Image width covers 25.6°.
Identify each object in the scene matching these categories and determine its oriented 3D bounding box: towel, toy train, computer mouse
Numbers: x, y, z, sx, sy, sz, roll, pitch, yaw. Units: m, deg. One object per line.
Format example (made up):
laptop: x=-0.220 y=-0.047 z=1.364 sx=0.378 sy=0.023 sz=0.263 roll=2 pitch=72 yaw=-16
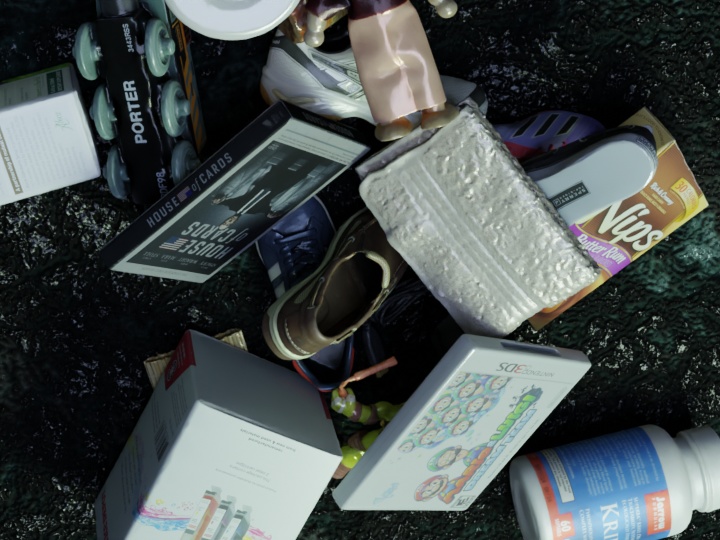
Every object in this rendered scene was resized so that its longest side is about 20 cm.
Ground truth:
towel: x=0.096 y=-0.039 z=1.340 sx=0.133 sy=0.034 sz=0.200 roll=-33 pitch=103 yaw=28
toy train: x=-0.170 y=-0.145 z=1.297 sx=0.085 sy=0.114 sz=0.200 roll=-2 pitch=118 yaw=14
computer mouse: x=0.084 y=0.085 z=1.492 sx=0.140 sy=0.046 sz=0.200 roll=-24 pitch=116 yaw=-3

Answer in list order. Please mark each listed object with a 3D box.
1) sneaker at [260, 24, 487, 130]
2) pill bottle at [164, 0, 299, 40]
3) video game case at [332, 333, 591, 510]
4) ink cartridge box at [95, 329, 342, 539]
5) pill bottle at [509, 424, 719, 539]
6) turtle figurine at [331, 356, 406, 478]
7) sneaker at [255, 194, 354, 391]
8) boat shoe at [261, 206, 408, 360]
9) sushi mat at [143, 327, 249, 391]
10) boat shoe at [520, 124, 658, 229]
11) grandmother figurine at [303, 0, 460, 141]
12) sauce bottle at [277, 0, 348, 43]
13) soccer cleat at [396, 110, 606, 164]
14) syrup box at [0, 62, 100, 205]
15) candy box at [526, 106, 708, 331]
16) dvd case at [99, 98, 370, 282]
sneaker: x=0.018 y=-0.169 z=1.350 sx=0.200 sy=0.076 sz=0.088 roll=5 pitch=112 yaw=-15
pill bottle: x=-0.109 y=-0.255 z=1.214 sx=0.114 sy=0.200 sz=0.114 roll=-4 pitch=114 yaw=-10
video game case: x=0.093 y=0.141 z=1.419 sx=0.182 sy=0.024 sz=0.200 roll=10 pitch=125 yaw=-49
ink cartridge box: x=-0.132 y=0.188 z=1.420 sx=0.145 sy=0.145 sz=0.200 roll=24 pitch=107 yaw=-20
pill bottle: x=0.255 y=0.213 z=1.550 sx=0.200 sy=0.112 sz=0.112 roll=-14 pitch=115 yaw=-6
turtle figurine: x=0.047 y=0.150 z=1.468 sx=0.200 sy=0.064 sz=0.161 roll=5 pitch=144 yaw=-31
sneaker: x=-0.043 y=0.018 z=1.413 sx=0.075 sy=0.085 sz=0.200 roll=-18 pitch=116 yaw=-4
boat shoe: x=0.004 y=0.005 z=1.367 sx=0.075 sy=0.075 sz=0.202 roll=52 pitch=53 yaw=-17
sushi mat: x=-0.129 y=0.154 z=1.493 sx=0.096 sy=0.012 sz=0.200 roll=-18 pitch=116 yaw=-4
boat shoe: x=0.164 y=-0.073 z=1.361 sx=0.200 sy=0.066 sz=0.070 roll=-27 pitch=105 yaw=28
grandmother figurine: x=0.012 y=-0.205 z=1.247 sx=0.121 sy=0.061 sz=0.200 roll=-17 pitch=106 yaw=-4
sauce bottle: x=0.010 y=-0.264 z=1.297 sx=0.200 sy=0.066 sz=0.066 roll=-37 pitch=116 yaw=-9
soccer cleat: x=0.129 y=-0.103 z=1.403 sx=0.200 sy=0.076 sz=0.067 roll=-1 pitch=113 yaw=-12
syrup box: x=-0.321 y=-0.098 z=1.304 sx=0.200 sy=0.079 sz=0.081 roll=-16 pitch=116 yaw=-5
candy box: x=0.206 y=-0.044 z=1.435 sx=0.200 sy=0.056 sz=0.117 roll=-38 pitch=141 yaw=5
dvd case: x=-0.101 y=-0.060 z=1.311 sx=0.200 sy=0.150 sz=0.025 roll=-38 pitch=71 yaw=17
